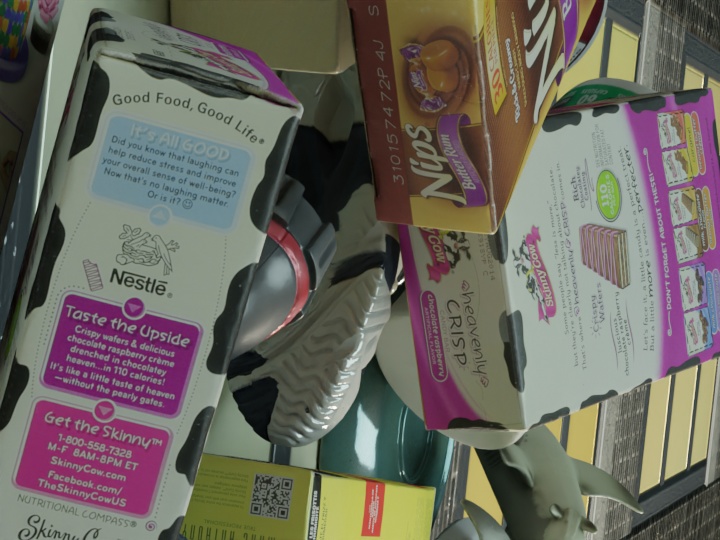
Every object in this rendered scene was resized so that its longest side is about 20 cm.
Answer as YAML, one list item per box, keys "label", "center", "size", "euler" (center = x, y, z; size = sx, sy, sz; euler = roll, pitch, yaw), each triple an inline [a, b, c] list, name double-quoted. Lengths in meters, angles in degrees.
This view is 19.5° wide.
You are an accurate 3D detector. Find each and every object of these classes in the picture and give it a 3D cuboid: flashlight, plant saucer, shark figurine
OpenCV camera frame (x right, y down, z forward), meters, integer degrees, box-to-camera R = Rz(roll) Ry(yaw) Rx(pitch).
- label: "flashlight"
  center: [-0.071, 0.036, 0.818]
  size: [0.200, 0.068, 0.068]
  euler: [-60, 152, -52]
- label: "plant saucer"
  center: [0.022, 0.088, 1.188]
  size: [0.200, 0.027, 0.201]
  euler: [6, 90, -72]
- label: "shark figurine"
  center: [0.085, 0.152, 1.155]
  size: [0.090, 0.128, 0.215]
  euler: [-51, -169, 22]

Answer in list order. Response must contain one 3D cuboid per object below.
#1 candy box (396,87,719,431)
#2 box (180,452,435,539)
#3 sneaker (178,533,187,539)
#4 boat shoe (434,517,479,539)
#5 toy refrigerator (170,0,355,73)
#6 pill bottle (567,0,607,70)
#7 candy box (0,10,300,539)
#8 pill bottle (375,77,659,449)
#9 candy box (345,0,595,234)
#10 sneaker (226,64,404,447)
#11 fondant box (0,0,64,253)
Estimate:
- label: "candy box"
  center: [0.102, -0.010, 0.996]
  size: [0.200, 0.061, 0.137]
  euler: [-13, 97, -50]
- label: "box"
  center: [-0.025, 0.117, 0.977]
  size: [0.200, 0.075, 0.050]
  euler: [26, 72, -70]
- label: "sneaker"
  center: [-0.104, 0.173, 0.758]
  size: [0.086, 0.077, 0.200]
  euler: [68, 33, -49]
- label: "boat shoe"
  center: [0.034, 0.211, 1.177]
  size: [0.072, 0.062, 0.200]
  euler: [-56, 173, 36]
- label: "toy refrigerator"
  center: [-0.032, -0.187, 0.847]
  size: [0.070, 0.076, 0.201]
  euler: [-44, 137, -62]
- label: "pill bottle"
  center: [0.067, -0.152, 1.101]
  size: [0.200, 0.113, 0.113]
  euler: [-6, 102, -72]
- label: "candy box"
  center: [-0.079, 0.028, 0.640]
  size: [0.136, 0.061, 0.201]
  euler: [-122, -133, -75]
- label: "pill bottle"
  center: [0.102, -0.004, 1.128]
  size: [0.200, 0.113, 0.113]
  euler: [-48, 144, -32]
- label: "candy box"
  center: [0.054, -0.122, 0.866]
  size: [0.200, 0.056, 0.117]
  euler: [-62, 153, -45]
- label: "sneaker"
  center: [0.000, 0.000, 1.000]
  size: [0.130, 0.079, 0.200]
  euler: [43, 45, -58]
- label: "fondant box"
  center: [-0.142, -0.075, 0.581]
  size: [0.144, 0.058, 0.201]
  euler: [49, 51, -67]
